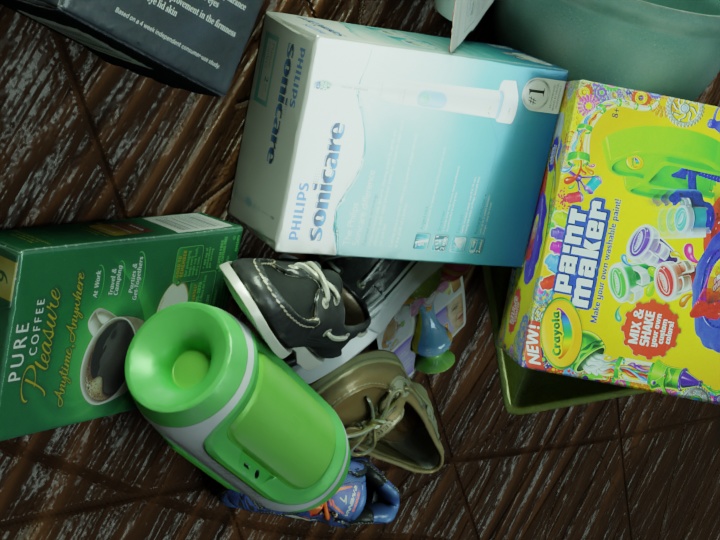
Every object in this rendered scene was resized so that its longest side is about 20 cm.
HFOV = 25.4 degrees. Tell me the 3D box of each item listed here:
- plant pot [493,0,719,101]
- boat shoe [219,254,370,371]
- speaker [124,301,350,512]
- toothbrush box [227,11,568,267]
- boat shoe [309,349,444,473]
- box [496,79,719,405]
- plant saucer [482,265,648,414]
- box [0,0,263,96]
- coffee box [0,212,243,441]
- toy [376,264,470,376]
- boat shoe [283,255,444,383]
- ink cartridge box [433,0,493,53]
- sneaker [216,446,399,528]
[{"bbox_3d":[0.189,-0.177,1.256,0.200,0.200,0.134,-17,132,-50],"label":"plant pot"},{"bbox_3d":[-0.038,0.022,1.057,0.060,0.074,0.200,-31,161,4],"label":"boat shoe"},{"bbox_3d":[-0.075,0.094,1.043,0.088,0.088,0.200,-60,149,-13],"label":"speaker"},{"bbox_3d":[0.025,-0.087,1.093,0.200,0.085,0.147,2,108,-30],"label":"toothbrush box"},{"bbox_3d":[0.020,0.114,1.254,0.073,0.063,0.200,-35,155,13],"label":"boat shoe"},{"bbox_3d":[0.215,-0.018,1.135,0.122,0.192,0.200,-122,-137,-84],"label":"box"},{"bbox_3d":[0.190,-0.006,1.221,0.048,0.200,0.200,-114,-165,-83],"label":"plant saucer"},{"bbox_3d":[-0.114,-0.217,0.867,0.148,0.104,0.200,25,87,-57],"label":"box"},{"bbox_3d":[-0.161,0.029,0.995,0.200,0.044,0.123,-11,118,-54],"label":"coffee box"},{"bbox_3d":[0.057,0.000,1.288,0.115,0.047,0.200,-40,138,-37],"label":"toy"},{"bbox_3d":[0.000,0.000,1.195,0.200,0.072,0.071,-46,110,-15],"label":"boat shoe"},{"bbox_3d":[0.070,-0.250,1.099,0.200,0.050,0.162,-52,151,-63],"label":"ink cartridge box"},{"bbox_3d":[-0.034,0.159,1.220,0.200,0.078,0.075,13,97,-57],"label":"sneaker"}]
